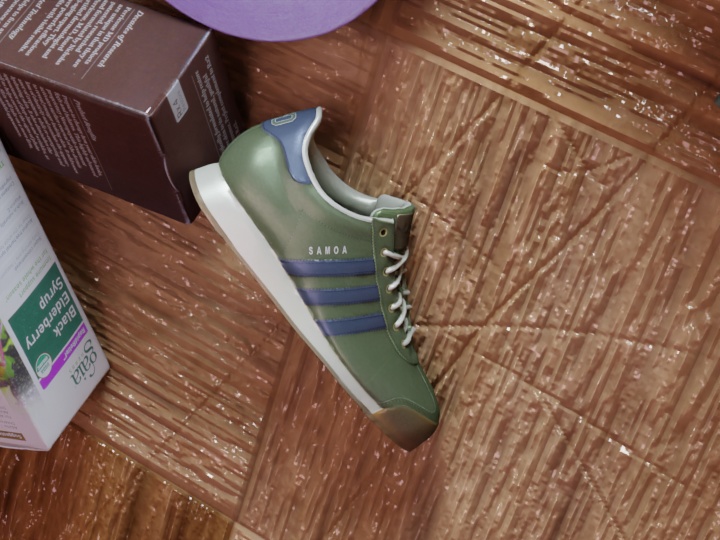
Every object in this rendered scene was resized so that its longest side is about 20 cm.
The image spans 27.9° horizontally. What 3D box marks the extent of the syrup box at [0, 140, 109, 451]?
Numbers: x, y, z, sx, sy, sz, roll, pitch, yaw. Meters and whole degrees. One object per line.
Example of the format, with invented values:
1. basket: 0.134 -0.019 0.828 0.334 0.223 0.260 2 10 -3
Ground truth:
1. syrup box: -0.234 0.010 0.877 0.081 0.079 0.201 3 130 29

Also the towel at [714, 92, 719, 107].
1. towel: 0.272 -0.106 0.645 0.147 0.022 0.200 42 120 10

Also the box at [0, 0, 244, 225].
1. box: -0.172 -0.110 0.828 0.199 0.075 0.100 23 153 21

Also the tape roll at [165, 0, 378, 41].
1. tape roll: -0.047 -0.221 0.729 0.198 0.066 0.202 13 123 20

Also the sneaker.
1. sneaker: 0.000 0.000 0.795 0.090 0.067 0.201 -37 100 8
